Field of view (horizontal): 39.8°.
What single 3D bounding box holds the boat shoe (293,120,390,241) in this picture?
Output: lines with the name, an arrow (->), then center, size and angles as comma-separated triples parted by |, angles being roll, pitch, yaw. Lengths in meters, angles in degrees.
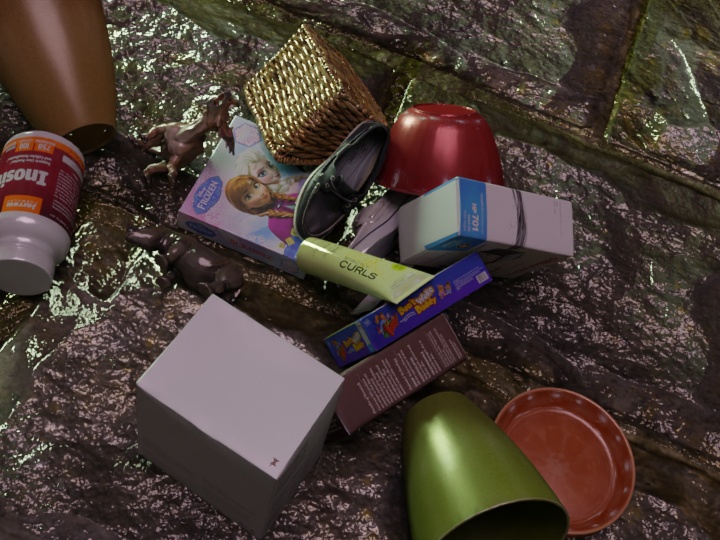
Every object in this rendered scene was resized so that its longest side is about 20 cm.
boat shoe -> -0.020, -0.124, 1.378 | 0.074, 0.066, 0.200 | 43, 78, -17

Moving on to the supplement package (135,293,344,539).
supplement package -> -0.145, 0.174, 1.165 | 0.190, 0.201, 0.148 | 32, 57, 9

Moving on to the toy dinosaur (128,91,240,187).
toy dinosaur -> -0.246, -0.183, 1.418 | 0.135, 0.199, 0.087 | -31, 104, -26

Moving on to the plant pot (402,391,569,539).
plant pot -> 0.125, 0.253, 1.202 | 0.185, 0.189, 0.201 | -8, 44, -16

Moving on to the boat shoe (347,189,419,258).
boat shoe -> 0.020, -0.064, 1.433 | 0.065, 0.072, 0.200 | 32, 56, 15

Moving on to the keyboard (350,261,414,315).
keyboard -> 0.061, -0.004, 1.412 | 0.011, 0.056, 0.200 | 49, 58, -8

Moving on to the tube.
tube -> 0.000, 0.000, 1.305 | 0.199, 0.052, 0.059 | 19, 80, 41

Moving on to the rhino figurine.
rhino figurine -> -0.243, -0.015, 1.350 | 0.199, 0.060, 0.087 | 34, 38, 12

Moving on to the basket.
basket -> -0.065, -0.240, 1.503 | 0.142, 0.149, 0.201 | 31, 23, -45

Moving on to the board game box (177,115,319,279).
board game box -> -0.134, -0.110, 1.446 | 0.197, 0.041, 0.201 | 22, 56, 3

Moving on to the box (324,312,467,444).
box -> 0.030, 0.139, 1.276 | 0.199, 0.100, 0.076 | -27, 86, -26

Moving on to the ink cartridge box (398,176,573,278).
ink cartridge box -> 0.172, -0.055, 1.371 | 0.198, 0.146, 0.087 | 10, 72, -29

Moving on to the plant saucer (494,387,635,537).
plant saucer -> 0.260, 0.251, 1.302 | 0.197, 0.032, 0.202 | 5, 56, -8

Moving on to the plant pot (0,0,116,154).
plant pot -> -0.426, -0.274, 1.424 | 0.184, 0.187, 0.202 | -19, 76, -22

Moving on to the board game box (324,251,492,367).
board game box -> 0.062, 0.053, 1.323 | 0.199, 0.134, 0.045 | -29, 88, -27

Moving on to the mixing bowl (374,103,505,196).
mixing bowl -> 0.117, -0.181, 1.444 | 0.197, 0.110, 0.200 | 3, 19, -1

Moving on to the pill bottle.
pill bottle -> -0.434, -0.075, 1.318 | 0.111, 0.113, 0.202 | 5, 56, -9
